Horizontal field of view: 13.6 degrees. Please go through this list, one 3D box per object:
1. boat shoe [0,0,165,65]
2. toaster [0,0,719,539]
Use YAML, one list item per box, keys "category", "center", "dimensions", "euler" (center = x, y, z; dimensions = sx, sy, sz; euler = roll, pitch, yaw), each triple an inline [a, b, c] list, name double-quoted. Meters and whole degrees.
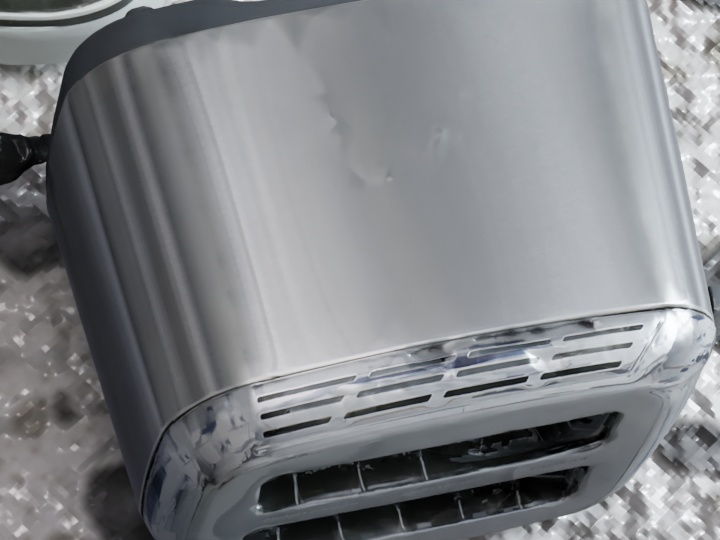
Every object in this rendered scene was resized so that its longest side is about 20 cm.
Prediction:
- category: "boat shoe"
  center: [-0.149, -0.121, 0.873]
  dimensions: [0.199, 0.064, 0.071]
  euler: [21, 59, 3]
- category: "toaster"
  center: [0.000, 0.000, 0.801]
  dimensions: [0.199, 0.114, 0.130]
  euler: [-9, 64, -16]
